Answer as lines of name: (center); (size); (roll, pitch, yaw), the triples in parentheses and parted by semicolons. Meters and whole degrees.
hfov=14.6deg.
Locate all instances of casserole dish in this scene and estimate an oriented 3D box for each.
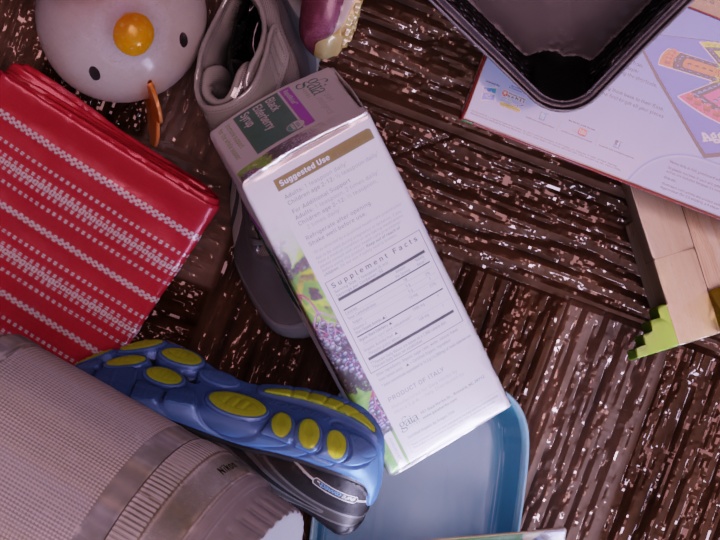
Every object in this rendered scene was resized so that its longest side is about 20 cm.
casserole dish: (0.029, 0.146, 1.615); (0.120, 0.039, 0.201); (7, 95, -8)

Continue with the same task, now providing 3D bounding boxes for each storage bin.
storage bin: (0.082, -0.197, 1.455); (0.200, 0.094, 0.135); (43, 103, -9)

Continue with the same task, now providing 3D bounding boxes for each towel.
towel: (-0.186, 0.000, 1.559); (0.144, 0.023, 0.200); (32, 106, -11)

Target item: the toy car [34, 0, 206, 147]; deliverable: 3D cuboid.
toy car: (-0.135, -0.156, 1.509); (0.183, 0.177, 0.201); (-24, 110, -6)

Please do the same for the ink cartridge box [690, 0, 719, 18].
ink cartridge box: (0.134, -0.209, 1.577); (0.199, 0.075, 0.166); (20, 91, -7)

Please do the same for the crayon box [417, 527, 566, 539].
crayon box: (0.056, 0.243, 1.578); (0.125, 0.052, 0.201); (-4, 123, -7)

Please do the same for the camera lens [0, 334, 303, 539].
camera lens: (-0.149, 0.139, 1.436); (0.199, 0.160, 0.161); (28, 91, 13)

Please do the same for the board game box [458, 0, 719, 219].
board game box: (0.164, -0.095, 1.540); (0.199, 0.019, 0.104); (21, 94, -5)

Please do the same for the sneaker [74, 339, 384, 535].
sneaker: (-0.081, 0.094, 1.514); (0.199, 0.071, 0.083); (17, 121, 22)

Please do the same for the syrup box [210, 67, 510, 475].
syrup box: (0.000, 0.000, 1.510); (0.081, 0.079, 0.201); (-30, 118, -4)

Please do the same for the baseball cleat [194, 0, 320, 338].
baseball cleat: (-0.058, -0.060, 1.550); (0.069, 0.106, 0.201); (-7, 90, 24)

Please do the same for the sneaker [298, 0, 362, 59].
sneaker: (-0.034, -0.213, 1.544); (0.089, 0.075, 0.201); (7, 71, -5)

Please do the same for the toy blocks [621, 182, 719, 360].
toy blocks: (0.227, -0.043, 1.605); (0.199, 0.100, 0.138); (-16, 86, -6)
